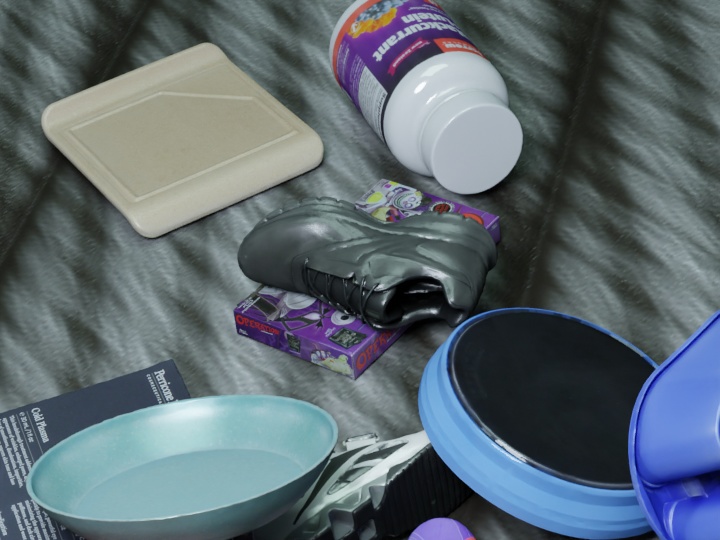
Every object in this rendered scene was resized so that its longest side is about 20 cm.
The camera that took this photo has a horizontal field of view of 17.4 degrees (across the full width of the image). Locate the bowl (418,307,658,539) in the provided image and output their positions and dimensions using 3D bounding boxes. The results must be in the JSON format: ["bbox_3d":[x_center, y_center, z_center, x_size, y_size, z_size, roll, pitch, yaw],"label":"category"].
[{"bbox_3d":[0.138,0.099,1.611,0.199,0.040,0.201,14,35,-10],"label":"bowl"}]

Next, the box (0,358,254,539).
[{"bbox_3d":[-0.177,0.178,1.578,0.181,0.105,0.200,-17,37,-11],"label":"box"}]

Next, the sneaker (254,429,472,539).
[{"bbox_3d":[0.001,0.143,1.615,0.199,0.075,0.088,-28,42,-25],"label":"sneaker"}]

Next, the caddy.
[{"bbox_3d":[0.260,0.105,1.554,0.200,0.142,0.105,-38,16,-35],"label":"caddy"}]

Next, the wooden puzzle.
[{"bbox_3d":[-0.154,-0.111,2.028,0.184,0.037,0.200,-24,44,-21],"label":"wooden puzzle"}]

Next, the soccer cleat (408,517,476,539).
[{"bbox_3d":[0.047,0.219,1.504,0.068,0.074,0.201,-1,37,10],"label":"soccer cleat"}]

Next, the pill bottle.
[{"bbox_3d":[0.057,-0.148,1.965,0.111,0.112,0.200,-19,38,-14],"label":"pill bottle"}]

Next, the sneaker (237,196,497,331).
[{"bbox_3d":[0.000,0.000,1.771,0.198,0.076,0.091,1,45,15],"label":"sneaker"}]

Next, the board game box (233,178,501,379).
[{"bbox_3d":[0.007,0.003,1.845,0.119,0.032,0.200,22,46,29],"label":"board game box"}]

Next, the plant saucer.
[{"bbox_3d":[-0.109,0.130,1.477,0.198,0.036,0.200,-7,17,2],"label":"plant saucer"}]
